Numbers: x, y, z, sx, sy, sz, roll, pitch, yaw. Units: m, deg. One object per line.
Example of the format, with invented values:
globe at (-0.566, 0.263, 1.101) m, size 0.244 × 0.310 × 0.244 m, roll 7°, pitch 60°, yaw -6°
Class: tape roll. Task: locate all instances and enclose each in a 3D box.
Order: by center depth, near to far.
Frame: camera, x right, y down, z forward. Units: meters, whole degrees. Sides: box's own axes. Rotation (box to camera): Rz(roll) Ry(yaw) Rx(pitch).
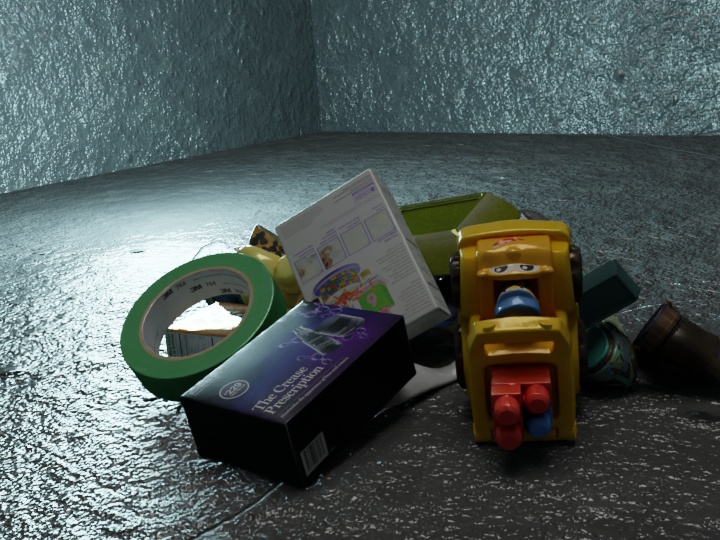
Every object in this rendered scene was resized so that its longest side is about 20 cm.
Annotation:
tape roll at (-0.190, 0.065, 1.072) m, size 0.200 × 0.048 × 0.201 m, roll -12°, pitch 42°, yaw 11°

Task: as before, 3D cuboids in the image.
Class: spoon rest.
spoon rest at (0.063, 0.113, 1.010) m, size 0.199 × 0.061 × 0.099 m, roll -25°, pitch 20°, yaw -19°

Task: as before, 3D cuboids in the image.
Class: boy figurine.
boy figurine at (-0.130, 0.016, 1.208) m, size 0.200 × 0.125 × 0.064 m, roll -27°, pitch 4°, yaw 38°

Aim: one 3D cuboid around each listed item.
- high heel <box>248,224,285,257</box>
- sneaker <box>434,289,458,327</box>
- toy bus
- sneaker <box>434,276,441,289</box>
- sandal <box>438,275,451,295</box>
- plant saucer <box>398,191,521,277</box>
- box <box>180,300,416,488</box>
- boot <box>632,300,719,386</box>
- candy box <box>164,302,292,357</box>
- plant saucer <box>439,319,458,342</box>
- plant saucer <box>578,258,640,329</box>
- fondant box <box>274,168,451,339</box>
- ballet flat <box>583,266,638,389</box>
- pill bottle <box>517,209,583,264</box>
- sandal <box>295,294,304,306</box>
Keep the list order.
high heel at (-0.060, -0.025, 1.297) m, size 0.199 × 0.143 × 0.071 m, roll -21°, pitch 17°, yaw -12°
sneaker at (0.037, 0.060, 1.134) m, size 0.199 × 0.083 × 0.074 m, roll 4°, pitch 13°, yaw 35°
toy bus at (0.151, 0.073, 0.853) m, size 0.135 × 0.201 × 0.192 m, roll -3°, pitch 22°, yaw 12°
sneaker at (0.049, 0.022, 1.211) m, size 0.199 × 0.076 × 0.089 m, roll -6°, pitch 24°, yaw 18°
sandal at (0.167, 0.045, 1.070) m, size 0.200 × 0.075 × 0.048 m, roll 9°, pitch 58°, yaw 54°
plant saucer at (0.088, -0.049, 1.162) m, size 0.199 × 0.048 × 0.200 m, roll -8°, pitch 20°, yaw 29°
box at (-0.058, 0.116, 0.898) m, size 0.141 × 0.079 × 0.200 m, roll 4°, pitch 29°, yaw 37°
boot at (0.364, 0.089, 1.003) m, size 0.097 × 0.075 × 0.200 m, roll 38°, pitch 11°, yaw 16°
candy box at (-0.136, 0.088, 1.134) m, size 0.199 × 0.056 × 0.115 m, roll 3°, pitch 17°, yaw 28°
plant saucer at (0.192, 0.070, 1.143) m, size 0.199 × 0.036 × 0.200 m, roll -4°, pitch 15°, yaw 1°
plant saucer at (0.206, 0.060, 0.966) m, size 0.200 × 0.070 × 0.019 m, roll -33°, pitch 42°, yaw 22°
fondant box at (0.000, 0.000, 1.073) m, size 0.144 × 0.201 × 0.058 m, roll -30°, pitch -24°, yaw 13°
ballet flat at (0.272, 0.068, 1.023) m, size 0.074 × 0.074 × 0.200 m, roll -4°, pitch 33°, yaw 4°
pill bottle at (0.229, -0.023, 1.205) m, size 0.106 × 0.107 × 0.200 m, roll -4°, pitch 15°, yaw 1°
sandal at (-0.055, -0.005, 1.226) m, size 0.080 × 0.200 × 0.054 m, roll 36°, pitch 0°, yaw 42°
